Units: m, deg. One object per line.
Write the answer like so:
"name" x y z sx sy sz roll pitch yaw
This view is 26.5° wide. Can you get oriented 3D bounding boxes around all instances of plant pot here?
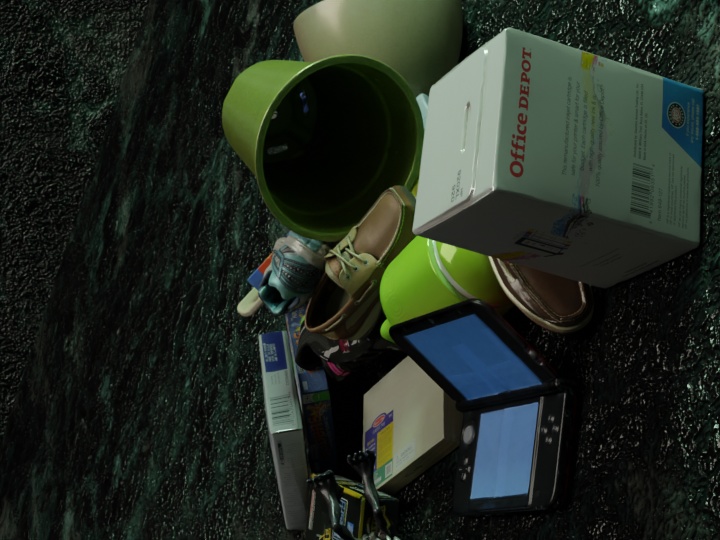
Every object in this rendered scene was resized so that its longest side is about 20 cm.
"plant pot" -0.062 -0.156 1.676 0.190 0.199 0.201 34 109 56
"plant pot" 0.030 -0.238 1.779 0.200 0.199 0.135 -26 72 63

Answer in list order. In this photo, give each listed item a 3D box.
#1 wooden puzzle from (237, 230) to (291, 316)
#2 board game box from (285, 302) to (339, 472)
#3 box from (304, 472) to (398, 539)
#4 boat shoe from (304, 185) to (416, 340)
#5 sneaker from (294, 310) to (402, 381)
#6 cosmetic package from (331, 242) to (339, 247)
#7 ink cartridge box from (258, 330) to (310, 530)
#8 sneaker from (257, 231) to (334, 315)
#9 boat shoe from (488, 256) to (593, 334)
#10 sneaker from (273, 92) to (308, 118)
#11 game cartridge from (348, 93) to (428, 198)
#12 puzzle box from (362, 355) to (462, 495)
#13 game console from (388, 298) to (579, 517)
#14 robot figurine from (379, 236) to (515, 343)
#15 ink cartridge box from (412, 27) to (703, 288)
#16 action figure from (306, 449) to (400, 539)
"wooden puzzle" -0.063 -0.045 1.897 0.200 0.046 0.185 -40 5 38
"board game box" -0.062 0.130 1.883 0.200 0.034 0.136 -105 7 -52
"box" -0.017 0.333 1.669 0.160 0.049 0.201 -174 90 -66
"boat shoe" 0.000 0.000 1.619 0.076 0.074 0.201 54 132 37
"sneaker" -0.002 0.087 1.734 0.200 0.077 0.084 -8 53 52
"cosmetic package" 0.015 -0.001 1.799 0.200 0.074 0.102 -41 39 54
"ink cartridge box" -0.086 0.208 1.825 0.200 0.040 0.201 -104 6 -57
"sneaker" -0.085 0.010 1.722 0.086 0.078 0.200 -51 -3 -14
"boat shoe" 0.145 -0.034 1.394 0.203 0.074 0.075 58 173 27
"sneaker" -0.059 -0.182 1.853 0.199 0.115 0.081 41 101 26
"game cartridge" 0.061 -0.087 1.673 0.133 0.040 0.200 -44 47 20
"puzzle box" 0.054 0.160 1.663 0.200 0.025 0.134 134 143 -53
"game console" 0.103 0.135 1.429 0.200 0.118 0.173 156 125 -64
"robot figurine" 0.097 0.007 1.520 0.200 0.115 0.176 -46 34 45
"ink cartridge box" 0.167 -0.090 1.296 0.145 0.199 0.148 149 132 -61
"action figure" 0.006 0.289 1.528 0.119 0.102 0.201 -27 72 18
